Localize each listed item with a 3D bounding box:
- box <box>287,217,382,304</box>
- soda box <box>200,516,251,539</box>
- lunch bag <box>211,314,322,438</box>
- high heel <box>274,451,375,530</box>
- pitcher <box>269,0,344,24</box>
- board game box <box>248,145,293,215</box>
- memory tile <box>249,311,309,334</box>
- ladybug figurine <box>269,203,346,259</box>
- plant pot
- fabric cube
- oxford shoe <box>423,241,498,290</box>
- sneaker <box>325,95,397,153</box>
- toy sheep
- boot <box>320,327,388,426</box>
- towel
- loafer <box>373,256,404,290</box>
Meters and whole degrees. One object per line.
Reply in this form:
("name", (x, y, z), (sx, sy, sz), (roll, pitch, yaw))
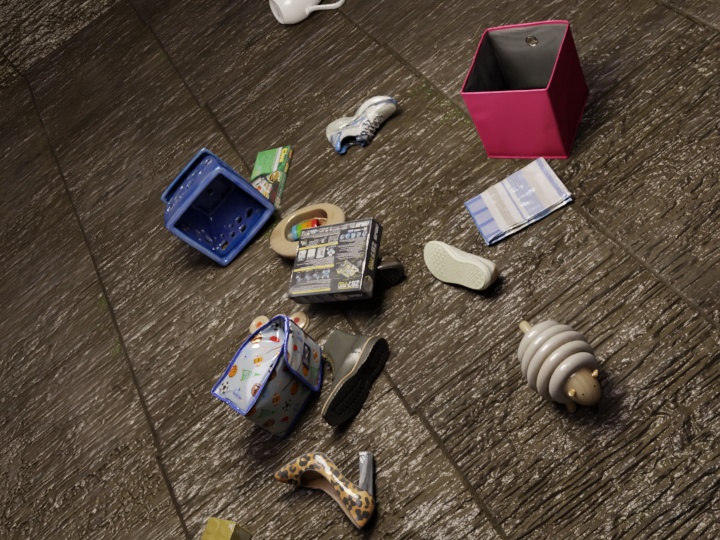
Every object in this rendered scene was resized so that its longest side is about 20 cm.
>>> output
("box", (-0.054, -0.018, 1.709), (0.197, 0.049, 0.164), (-7, 61, 36))
("soda box", (-0.270, 0.557, 1.471), (0.067, 0.064, 0.203), (0, 56, 31))
("lunch bag", (-0.163, 0.203, 1.595), (0.123, 0.170, 0.202), (24, 75, 32))
("high heel", (-0.069, 0.402, 1.464), (0.196, 0.072, 0.144), (-10, 44, 12))
("pitcher", (-0.159, -0.815, 2.452), (0.199, 0.122, 0.172), (-35, 60, -14))
("board game box", (-0.239, -0.232, 2.097), (0.103, 0.024, 0.203), (-9, 53, 28))
("memory tile", (-0.195, 0.181, 1.754), (0.151, 0.017, 0.203), (-6, 53, 27))
("ladybug figurine", (-0.116, -0.081, 1.872), (0.197, 0.072, 0.138), (-13, 51, 21))
("plant pot", (-0.358, -0.165, 1.984), (0.200, 0.199, 0.180), (-48, 39, 7))
("fabric cube", (0.356, -0.380, 1.737), (0.193, 0.200, 0.202), (4, 58, 33))
("oxford shoe", (0.201, -0.010, 1.644), (0.057, 0.077, 0.199), (-11, 22, -35))
("sneaker", (0.012, -0.353, 2.019), (0.198, 0.077, 0.086), (-30, 55, 17))
("toy sheep", (0.331, 0.154, 1.381), (0.138, 0.138, 0.200), (-41, 45, -5))
("boot", (-0.046, 0.207, 1.616), (0.137, 0.078, 0.201), (11, 50, 42))
("towel", (0.324, -0.146, 1.696), (0.198, 0.024, 0.148), (-29, 45, 8))
("loafer", (0.000, 0.000, 1.738), (0.197, 0.073, 0.072), (-13, 52, 22))
